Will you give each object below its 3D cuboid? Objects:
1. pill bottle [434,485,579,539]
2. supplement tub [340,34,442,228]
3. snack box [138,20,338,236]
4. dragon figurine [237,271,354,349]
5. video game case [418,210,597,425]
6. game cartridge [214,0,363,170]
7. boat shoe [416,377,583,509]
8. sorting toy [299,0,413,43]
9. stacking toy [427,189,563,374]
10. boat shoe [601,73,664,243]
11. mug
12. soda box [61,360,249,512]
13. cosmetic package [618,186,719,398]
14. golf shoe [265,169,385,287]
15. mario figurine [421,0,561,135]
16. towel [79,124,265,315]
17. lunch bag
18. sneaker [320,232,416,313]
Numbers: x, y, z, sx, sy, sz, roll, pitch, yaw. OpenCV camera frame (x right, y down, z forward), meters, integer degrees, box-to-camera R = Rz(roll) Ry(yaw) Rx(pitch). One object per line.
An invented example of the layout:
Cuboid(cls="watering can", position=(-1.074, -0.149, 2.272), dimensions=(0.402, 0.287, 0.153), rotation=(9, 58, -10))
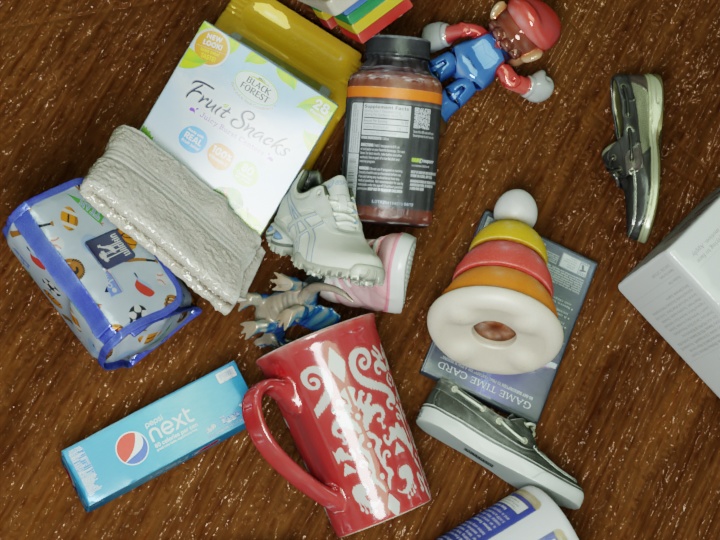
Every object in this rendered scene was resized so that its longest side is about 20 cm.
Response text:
Cuboid(cls="pill bottle", position=(0.122, 0.319, 1.618), dimensions=(0.199, 0.120, 0.120), rotation=(-27, 83, -16))
Cuboid(cls="supplement tub", position=(0.034, -0.149, 1.701), dimensions=(0.106, 0.107, 0.202), rotation=(5, 91, -10))
Cuboid(cls="snack box", position=(-0.143, -0.134, 1.669), dimensions=(0.168, 0.068, 0.201), rotation=(31, 94, -4))
Cuboid(cls="dragon figurine", position=(-0.059, 0.034, 1.613), dimensions=(0.099, 0.199, 0.059), rotation=(-4, 74, -47))
Cuboid(cls="video game case", position=(0.165, 0.052, 1.748), dimensions=(0.142, 0.019, 0.202), rotation=(25, 73, -4))
Cuboid(cls="game cartridge", position=(-0.106, -0.195, 1.747), dimensions=(0.175, 0.032, 0.201), rotation=(31, 74, -3))
Cuboid(cls="boat shoe", position=(0.158, 0.184, 1.685), dimensions=(0.199, 0.071, 0.064), rotation=(32, 73, -1))
Cuboid(cls="sorting toy", position=(0.030, -0.334, 1.725), dimensions=(0.198, 0.200, 0.070), rotation=(-37, 114, -5))
Cuboid(cls="stacking toy", position=(0.156, -0.002, 1.705), dimensions=(0.145, 0.146, 0.201), rotation=(19, 54, -6))
Cuboid(cls="boat shoe", position=(0.307, -0.130, 1.800), dimensions=(0.065, 0.072, 0.203), rotation=(6, 74, 0))
Cuboid(cls="mug", position=(-0.030, 0.169, 1.624), dimensions=(0.176, 0.133, 0.202), rotation=(-21, 85, -16))
Cuboid(cls="soda box", position=(-0.204, 0.170, 1.615), dimensions=(0.199, 0.068, 0.065), rotation=(-27, 82, -16))
Cuboid(cls="cosmetic package", position=(0.425, 0.019, 1.732), dimensions=(0.165, 0.165, 0.200), rotation=(-41, 86, -17))
Cuboid(cls="golf shoe", position=(-0.032, -0.045, 1.575), dimensions=(0.078, 0.200, 0.098), rotation=(11, 101, -33))
Cuboid(cls="mario figurine", position=(0.142, -0.234, 1.800), dimensions=(0.199, 0.106, 0.124), rotation=(-33, 121, -7))
Cuboid(cls="towel", position=(-0.182, -0.052, 1.572), dimensions=(0.200, 0.034, 0.133), rotation=(40, 28, -13))
Cuboid(cls="lunch bag", position=(-0.257, 0.004, 1.567), dimensions=(0.124, 0.200, 0.170), rotation=(-39, 84, 6))
Cuboid(cls="sneaker", position=(0.000, 0.000, 1.637), dimensions=(0.104, 0.200, 0.076), rotation=(14, 81, -1))
